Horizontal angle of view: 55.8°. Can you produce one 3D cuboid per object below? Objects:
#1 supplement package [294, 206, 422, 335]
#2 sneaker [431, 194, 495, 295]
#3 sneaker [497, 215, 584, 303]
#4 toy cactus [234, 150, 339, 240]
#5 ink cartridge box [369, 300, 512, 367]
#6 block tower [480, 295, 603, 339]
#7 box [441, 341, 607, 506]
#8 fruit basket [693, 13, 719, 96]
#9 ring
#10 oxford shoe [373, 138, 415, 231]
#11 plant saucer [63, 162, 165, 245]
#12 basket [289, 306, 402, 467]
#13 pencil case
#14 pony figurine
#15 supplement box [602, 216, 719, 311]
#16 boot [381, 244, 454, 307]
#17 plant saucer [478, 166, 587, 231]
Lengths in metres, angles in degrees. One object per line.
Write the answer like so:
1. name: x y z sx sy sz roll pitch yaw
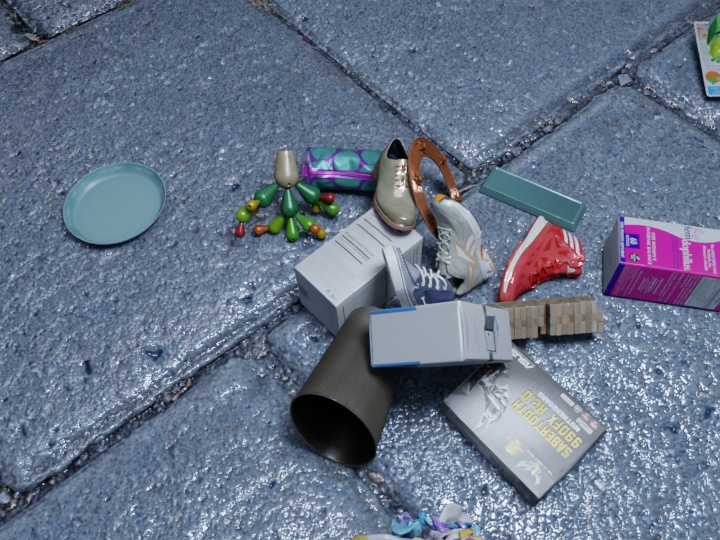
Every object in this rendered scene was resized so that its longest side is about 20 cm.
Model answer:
1. supplement package: 0.000 0.000 1.167 0.199 0.114 0.109 -38 62 -22
2. sneaker: 0.158 -0.035 1.143 0.092 0.201 0.076 -40 34 -12
3. sneaker: 0.322 -0.004 1.178 0.115 0.079 0.201 25 63 19
4. toy cactus: -0.135 -0.135 1.244 0.198 0.102 0.167 -5 100 -8
5. ink cartridge box: 0.123 0.099 1.006 0.145 0.199 0.087 -9 81 30
6. block tower: 0.293 0.078 1.120 0.198 0.058 0.055 -4 98 -6
7. box: 0.248 0.230 1.046 0.158 0.049 0.200 -36 62 -19
8. fruit basket: 0.812 -0.452 1.435 0.183 0.094 0.202 2 60 4
9. ring: 0.141 -0.143 1.214 0.019 0.200 0.202 -16 51 30
10. oxford shoe: 0.060 -0.150 1.168 0.070 0.074 0.201 4 44 -17
11. plant saucer: -0.475 -0.127 1.324 0.198 0.028 0.202 -1 57 1
12. basket: -0.005 0.164 1.042 0.135 0.181 0.201 9 48 21
13. pencil case: -0.009 -0.192 1.308 0.198 0.086 0.093 3 22 6
14. pony figurine: 0.082 0.386 0.890 0.198 0.193 0.168 -16 52 15
15. supplement box: 0.527 -0.011 1.158 0.198 0.104 0.102 9 57 6
16. boot: 0.097 0.014 1.096 0.090 0.201 0.073 -20 55 4
17. plant saucer: 0.330 -0.141 1.301 0.199 0.019 0.070 27 62 17
